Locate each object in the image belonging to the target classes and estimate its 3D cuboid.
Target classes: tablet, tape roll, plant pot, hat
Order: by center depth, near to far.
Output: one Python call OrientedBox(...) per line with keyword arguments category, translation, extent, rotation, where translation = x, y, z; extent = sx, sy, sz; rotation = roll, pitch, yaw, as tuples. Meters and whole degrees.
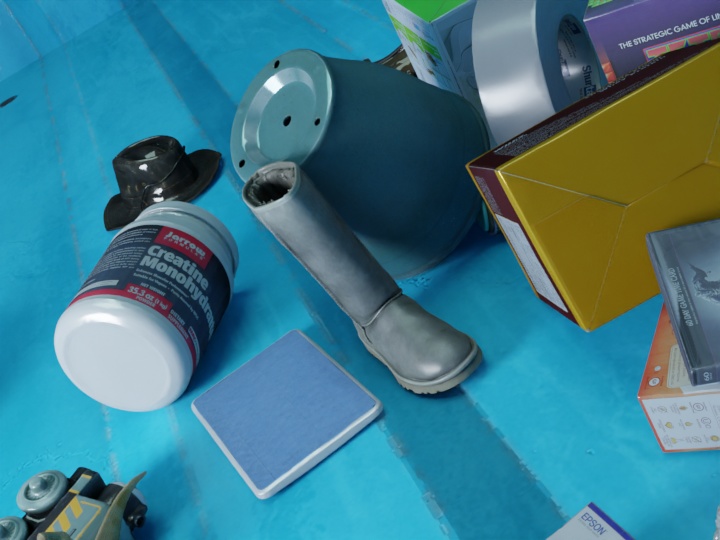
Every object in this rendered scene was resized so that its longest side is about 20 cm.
OrientedBox(category="tablet", translation=(-0.071, 0.122, 1.024), extent=(0.130, 0.014, 0.200), rotation=(-36, 29, -11))
OrientedBox(category="plant pot", translation=(-0.012, -0.110, 1.079), extent=(0.200, 0.188, 0.200), rotation=(-18, 63, 39))
OrientedBox(category="tape roll", translation=(0.181, -0.184, 1.088), extent=(0.066, 0.200, 0.200), rotation=(-12, 32, 32))
OrientedBox(category="hat", translation=(-0.297, -0.139, 1.607), extent=(0.201, 0.081, 0.201), rotation=(-24, 29, 14))

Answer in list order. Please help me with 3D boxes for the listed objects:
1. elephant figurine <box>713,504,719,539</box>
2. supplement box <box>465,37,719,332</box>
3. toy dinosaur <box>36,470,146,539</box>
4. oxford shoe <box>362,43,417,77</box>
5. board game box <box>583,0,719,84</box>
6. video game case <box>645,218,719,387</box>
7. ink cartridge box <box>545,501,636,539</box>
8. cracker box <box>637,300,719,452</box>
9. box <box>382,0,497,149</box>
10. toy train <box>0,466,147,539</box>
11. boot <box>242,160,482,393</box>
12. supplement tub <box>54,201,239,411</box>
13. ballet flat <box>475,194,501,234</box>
OrientedBox(category="elephant figurine", translation=(0.251, 0.186, 0.513), extent=(0.141, 0.155, 0.200), rotation=(6, 27, -28))
OrientedBox(category="supplement box", translation=(0.207, -0.071, 0.882), extent=(0.197, 0.133, 0.200), rotation=(-30, 6, 1))
OrientedBox(category="toy dinosaur", translation=(-0.206, 0.238, 0.877), extent=(0.058, 0.101, 0.200), rotation=(-54, 32, 27))
OrientedBox(category="oxford shoe", translation=(0.062, -0.246, 1.466), extent=(0.200, 0.073, 0.084), rotation=(-25, 43, 15))
OrientedBox(category="board game box", translation=(0.319, -0.190, 1.002), extent=(0.200, 0.165, 0.057), rotation=(-14, 31, 29))
OrientedBox(category="video game case", translation=(0.291, 0.003, 0.710), extent=(0.200, 0.019, 0.143), rotation=(-11, 36, 9))
OrientedBox(category="ink cartridge box", translation=(0.090, 0.228, 0.666), extent=(0.200, 0.039, 0.099), rotation=(-35, 28, -7))
OrientedBox(category="cracker box", translation=(0.295, 0.047, 0.746), extent=(0.200, 0.058, 0.134), rotation=(-10, 34, 33))
OrientedBox(category="box", translation=(0.116, -0.239, 1.269), extent=(0.097, 0.177, 0.200), rotation=(-30, 27, -2))
OrientedBox(category="toy train", translation=(-0.260, 0.246, 0.938), extent=(0.114, 0.085, 0.200), rotation=(7, 41, 31))
OrientedBox(category="boot", translation=(-0.001, 0.002, 0.954), extent=(0.073, 0.200, 0.182), rotation=(-42, 29, -19))
OrientedBox(category="supplement tub", translation=(-0.213, 0.033, 1.173), extent=(0.140, 0.140, 0.200), rotation=(-16, 31, 26))
OrientedBox(category="ballet flat", translation=(0.119, -0.094, 1.158), extent=(0.071, 0.069, 0.200), rotation=(-17, 29, -14))
